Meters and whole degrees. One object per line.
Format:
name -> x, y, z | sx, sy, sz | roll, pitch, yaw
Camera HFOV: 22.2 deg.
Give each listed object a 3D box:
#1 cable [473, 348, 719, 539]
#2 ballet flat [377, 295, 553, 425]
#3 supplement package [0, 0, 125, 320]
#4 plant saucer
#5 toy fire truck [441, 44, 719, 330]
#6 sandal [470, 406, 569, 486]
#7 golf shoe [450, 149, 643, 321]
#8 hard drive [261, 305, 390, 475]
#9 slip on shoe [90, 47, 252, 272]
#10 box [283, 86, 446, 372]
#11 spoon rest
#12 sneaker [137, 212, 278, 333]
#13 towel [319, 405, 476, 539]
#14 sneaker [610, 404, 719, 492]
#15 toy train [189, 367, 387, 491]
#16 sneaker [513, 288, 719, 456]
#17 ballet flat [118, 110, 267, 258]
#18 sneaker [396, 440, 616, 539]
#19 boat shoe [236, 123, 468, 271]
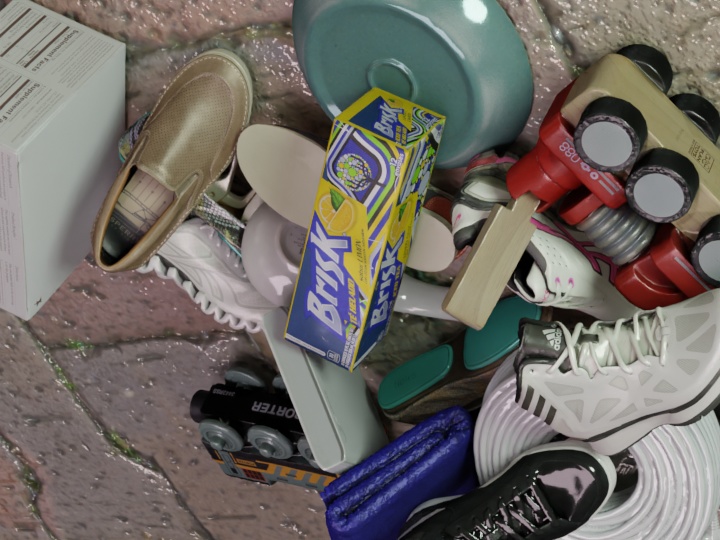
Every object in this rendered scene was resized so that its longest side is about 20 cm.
cable -> 0.181, 0.145, 1.413 | 0.198, 0.069, 0.202 | 9, 117, 21
ballet flat -> 0.100, 0.078, 1.508 | 0.067, 0.069, 0.199 | 32, 139, -29
supplement package -> -0.281, -0.093, 1.531 | 0.110, 0.156, 0.201 | 25, 140, 14
plant saucer -> 0.030, -0.147, 1.355 | 0.198, 0.036, 0.201 | 20, 138, 19
toy fire truck -> 0.167, -0.026, 1.284 | 0.176, 0.129, 0.200 | 42, 133, -11
sandal -> 0.126, 0.135, 1.561 | 0.075, 0.045, 0.200 | 35, 136, -20
golf shoe -> 0.148, 0.001, 1.368 | 0.199, 0.093, 0.073 | 33, 141, -12
hard drive -> -0.021, 0.107, 1.510 | 0.026, 0.200, 0.133 | -25, 75, 8
slip on shoe -> -0.153, -0.083, 1.454 | 0.076, 0.061, 0.201 | 37, 105, -2
box -> 0.001, -0.029, 1.371 | 0.064, 0.070, 0.201 | 25, 124, 16
spoon rest -> 0.000, 0.000, 1.487 | 0.198, 0.100, 0.061 | 18, 161, 0
sneaker -> -0.124, -0.014, 1.571 | 0.199, 0.075, 0.081 | 27, 131, 9
towel -> 0.031, 0.187, 1.503 | 0.050, 0.147, 0.200 | 47, 165, 21
sneaker -> 0.255, 0.129, 1.456 | 0.199, 0.072, 0.072 | -33, 97, 34
toy train -> -0.061, 0.154, 1.688 | 0.198, 0.086, 0.114 | 8, 146, 27
sneaker -> 0.172, 0.061, 1.250 | 0.114, 0.076, 0.200 | 20, 144, -20
ballet flat -> -0.108, -0.063, 1.516 | 0.200, 0.072, 0.072 | 38, 141, -6
sneaker -> 0.098, 0.203, 1.373 | 0.199, 0.112, 0.073 | -30, 100, 35
boat shoe -> -0.003, -0.063, 1.439 | 0.199, 0.063, 0.072 | 26, 122, 12
